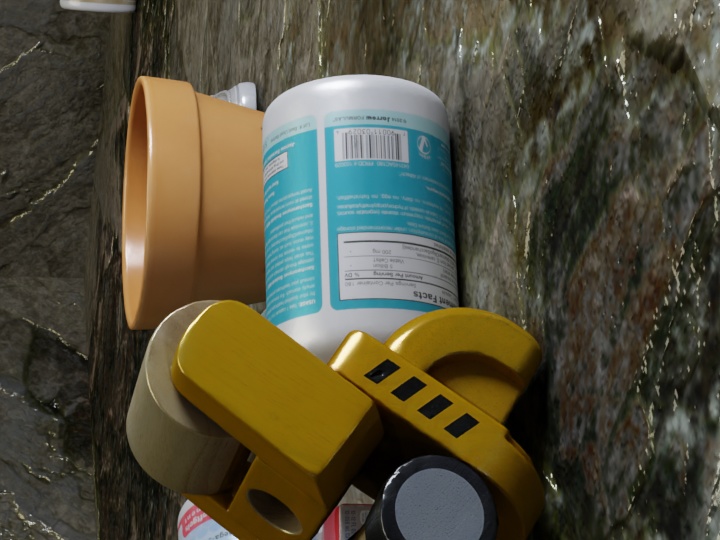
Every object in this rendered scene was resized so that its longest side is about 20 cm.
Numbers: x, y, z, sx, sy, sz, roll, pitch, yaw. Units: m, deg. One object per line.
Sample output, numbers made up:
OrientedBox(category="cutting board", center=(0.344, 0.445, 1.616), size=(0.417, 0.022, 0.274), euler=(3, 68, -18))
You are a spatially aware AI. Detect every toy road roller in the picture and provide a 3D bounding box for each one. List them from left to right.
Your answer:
OrientedBox(category="toy road roller", center=(-0.001, 0.071, 0.911), size=(0.146, 0.199, 0.123), euler=(-54, -4, -29))

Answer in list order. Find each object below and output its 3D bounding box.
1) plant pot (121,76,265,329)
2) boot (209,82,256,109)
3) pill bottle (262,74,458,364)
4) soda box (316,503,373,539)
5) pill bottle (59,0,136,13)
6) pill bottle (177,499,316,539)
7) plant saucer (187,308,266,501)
OrientedBox(category="plant pot", center=(-0.115, -0.051, 1.509), size=(0.200, 0.139, 0.202), euler=(-177, 90, -77))
OrientedBox(category="boot", center=(-0.157, -0.132, 1.803), size=(0.200, 0.095, 0.074), euler=(135, 135, -72))
OrientedBox(category="pill bottle", center=(0.000, 0.000, 1.060), size=(0.111, 0.110, 0.202), euler=(128, 143, -69))
OrientedBox(category="soda box", center=(0.013, 0.235, 1.057), size=(0.063, 0.069, 0.202), euler=(134, 137, -70))
OrientedBox(category="pill bottle", center=(-0.398, -0.499, 2.872), size=(0.120, 0.118, 0.202), euler=(-144, 57, -75))
OrientedBox(category="pill bottle", center=(-0.074, 0.257, 1.353), size=(0.109, 0.108, 0.201), euler=(106, 161, -47))
OrientedBox(category="plant saucer", center=(-0.091, 0.127, 1.487), size=(0.200, 0.027, 0.202), euler=(20, -90, -84))
